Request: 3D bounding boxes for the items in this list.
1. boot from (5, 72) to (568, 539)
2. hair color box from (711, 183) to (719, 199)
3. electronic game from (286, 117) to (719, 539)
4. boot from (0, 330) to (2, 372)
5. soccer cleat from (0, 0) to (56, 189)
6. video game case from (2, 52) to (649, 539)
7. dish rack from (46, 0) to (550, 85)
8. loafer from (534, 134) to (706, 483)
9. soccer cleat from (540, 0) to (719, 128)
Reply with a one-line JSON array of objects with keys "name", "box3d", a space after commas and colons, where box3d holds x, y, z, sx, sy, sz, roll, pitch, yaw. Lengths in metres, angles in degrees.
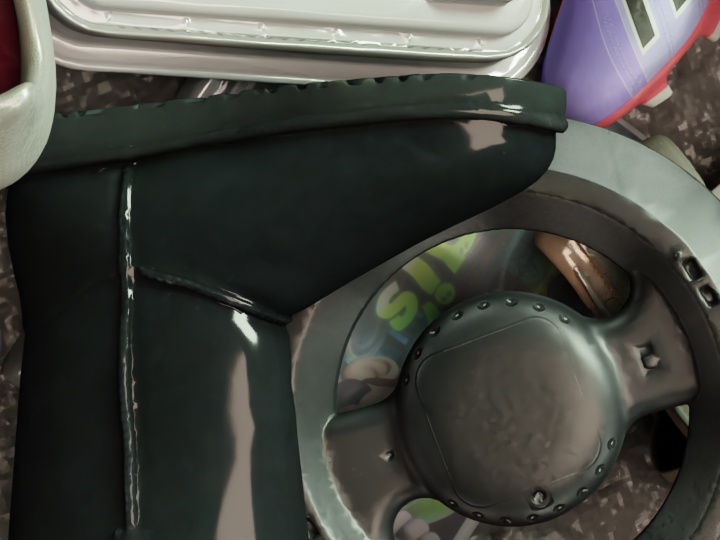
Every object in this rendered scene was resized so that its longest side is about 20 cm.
[{"name": "boot", "box3d": [-0.024, 0.027, 0.846, 0.199, 0.076, 0.169, -6, 87, 15]}, {"name": "hair color box", "box3d": [0.230, 0.015, 0.940, 0.111, 0.200, 0.064, -41, 154, -9]}, {"name": "electronic game", "box3d": [0.051, 0.047, 0.897, 0.198, 0.042, 0.202, 0, 92, 7]}, {"name": "boot", "box3d": [-0.179, -0.037, 0.854, 0.097, 0.074, 0.201, -17, 104, -36]}, {"name": "soccer cleat", "box3d": [-0.132, -0.124, 0.808, 0.069, 0.086, 0.201, -14, 80, -16]}, {"name": "video game case", "box3d": [0.000, 0.000, 0.938, 0.181, 0.023, 0.201, 34, 86, -22]}, {"name": "dish rack", "box3d": [-0.020, -0.149, 0.878, 0.199, 0.044, 0.173, 2, 87, -20]}, {"name": "loafer", "box3d": [0.122, 0.045, 0.963, 0.063, 0.072, 0.201, -28, 117, -3]}, {"name": "soccer cleat", "box3d": [0.107, -0.142, 0.927, 0.076, 0.067, 0.201, 36, 79, -26]}]
